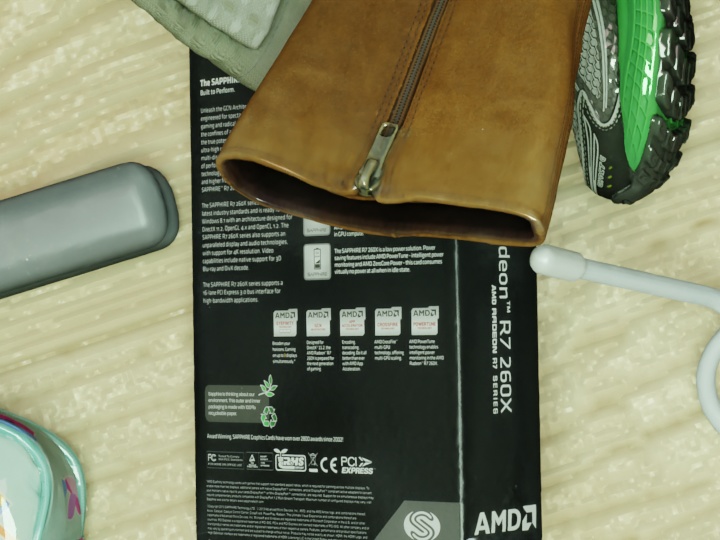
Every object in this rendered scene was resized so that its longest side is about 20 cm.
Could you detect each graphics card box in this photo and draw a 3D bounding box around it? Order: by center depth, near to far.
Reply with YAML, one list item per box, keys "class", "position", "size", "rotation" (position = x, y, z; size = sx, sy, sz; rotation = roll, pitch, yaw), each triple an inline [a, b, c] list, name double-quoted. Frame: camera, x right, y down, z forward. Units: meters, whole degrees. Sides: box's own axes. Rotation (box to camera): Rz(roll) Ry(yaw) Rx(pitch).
- class: "graphics card box"
  position: [0.000, 0.000, 0.838]
  size: [0.125, 0.051, 0.201]
  rotation: [-3, 87, 39]

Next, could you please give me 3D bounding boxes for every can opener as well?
- class: "can opener"
  position: [-0.169, -0.014, 0.882]
  size: [0.199, 0.053, 0.067]
  rotation: [-17, 88, 4]

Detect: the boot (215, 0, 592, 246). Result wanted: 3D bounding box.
- class: "boot"
  position: [0.071, -0.095, 0.726]
  size: [0.188, 0.069, 0.200]
  rotation: [9, 53, 18]

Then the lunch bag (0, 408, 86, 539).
- class: "lunch bag"
  position: [-0.192, 0.129, 0.870]
  size: [0.160, 0.077, 0.201]
  rotation: [13, 90, 7]

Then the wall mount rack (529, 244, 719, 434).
- class: "wall mount rack"
  position: [0.163, -0.007, 0.794]
  size: [0.174, 0.075, 0.200]
  rotation: [37, 119, -9]

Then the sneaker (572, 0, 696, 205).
- class: "sneaker"
  position: [0.067, -0.117, 0.856]
  size: [0.085, 0.078, 0.201]
  rotation: [-17, 78, 12]

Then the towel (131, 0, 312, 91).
- class: "towel"
  position: [-0.042, -0.180, 0.756]
  size: [0.034, 0.200, 0.193]
  rotation: [13, 75, 38]
